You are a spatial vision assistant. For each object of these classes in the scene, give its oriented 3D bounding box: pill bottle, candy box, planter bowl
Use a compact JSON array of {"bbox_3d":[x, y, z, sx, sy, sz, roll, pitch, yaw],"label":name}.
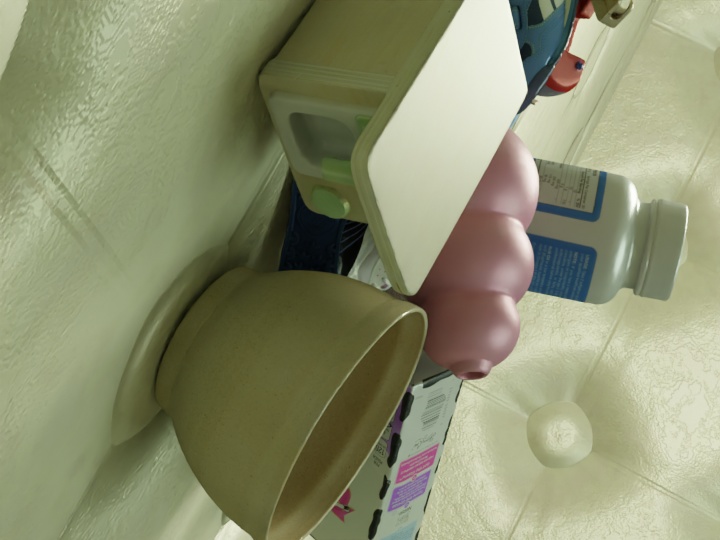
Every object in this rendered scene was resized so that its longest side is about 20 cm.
[{"bbox_3d":[0.173,-0.034,1.231,0.112,0.198,0.114,12,90,-83],"label":"pill bottle"},{"bbox_3d":[-0.013,0.126,1.204,0.071,0.167,0.202,-19,132,-43],"label":"candy box"},{"bbox_3d":[-0.060,0.080,1.022,0.201,0.134,0.201,-52,163,-22],"label":"planter bowl"}]

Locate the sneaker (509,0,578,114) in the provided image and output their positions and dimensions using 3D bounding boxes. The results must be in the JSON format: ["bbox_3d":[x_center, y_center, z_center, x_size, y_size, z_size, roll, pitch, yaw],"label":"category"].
[{"bbox_3d":[0.140,-0.231,1.211,0.074,0.081,0.202,165,-59,-76],"label":"sneaker"}]

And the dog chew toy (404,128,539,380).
[{"bbox_3d":[0.080,-0.016,1.099,0.125,0.123,0.202,88,-1,-69],"label":"dog chew toy"}]

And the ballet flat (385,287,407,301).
[{"bbox_3d":[0.022,0.003,1.368,0.068,0.068,0.199,-42,-161,-29],"label":"ballet flat"}]

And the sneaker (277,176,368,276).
[{"bbox_3d":[-0.020,-0.060,1.112,0.078,0.069,0.202,-73,-176,-64],"label":"sneaker"}]

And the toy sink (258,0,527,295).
[{"bbox_3d":[0.014,-0.104,0.938,0.201,0.111,0.131,-60,147,-30],"label":"toy sink"}]

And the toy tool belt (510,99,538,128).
[{"bbox_3d":[0.120,-0.159,1.371,0.200,0.122,0.126,-49,163,-53],"label":"toy tool belt"}]

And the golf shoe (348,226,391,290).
[{"bbox_3d":[0.000,0.000,1.267,0.202,0.091,0.075,-64,171,12],"label":"golf shoe"}]

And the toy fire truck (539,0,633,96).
[{"bbox_3d":[0.206,-0.248,1.254,0.141,0.048,0.202,18,-90,60],"label":"toy fire truck"}]
